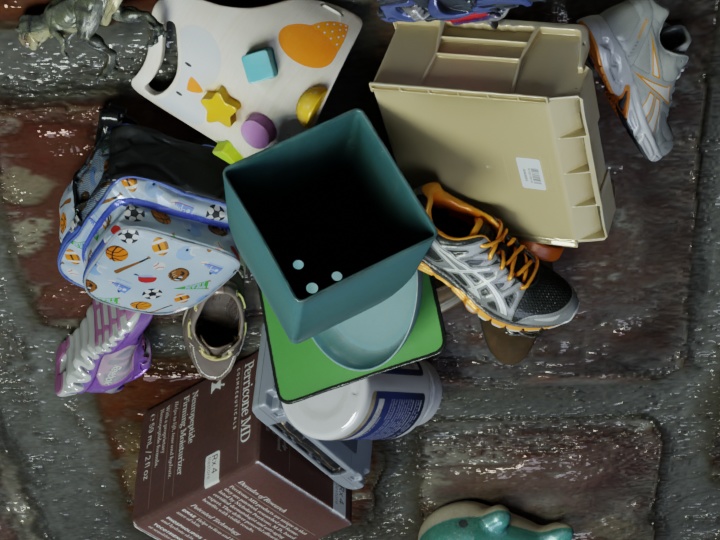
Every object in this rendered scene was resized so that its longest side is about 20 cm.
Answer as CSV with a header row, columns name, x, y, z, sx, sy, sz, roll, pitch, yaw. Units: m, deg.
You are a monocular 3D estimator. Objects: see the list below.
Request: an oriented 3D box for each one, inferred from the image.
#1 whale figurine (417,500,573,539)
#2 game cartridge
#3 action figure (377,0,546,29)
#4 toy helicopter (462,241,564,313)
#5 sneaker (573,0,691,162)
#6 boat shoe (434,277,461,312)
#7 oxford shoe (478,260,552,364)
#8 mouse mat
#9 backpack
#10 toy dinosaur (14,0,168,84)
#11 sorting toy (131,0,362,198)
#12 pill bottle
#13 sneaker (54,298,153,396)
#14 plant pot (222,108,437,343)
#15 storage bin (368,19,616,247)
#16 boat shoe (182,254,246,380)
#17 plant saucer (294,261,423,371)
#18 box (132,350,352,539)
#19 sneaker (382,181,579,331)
name,x,y,z,sx,sy,sz,roll,pitch,yaw
whale figurine,0.174,0.367,2.114,0.200,0.104,0.159,3,138,-4
game cartridge,-0.051,0.143,1.833,0.041,0.133,0.200,-21,136,25
action figure,0.089,-0.277,1.380,0.200,0.105,0.193,4,151,35
toy helicopter,0.096,-0.025,1.630,0.200,0.132,0.079,32,118,14
sneaker,0.272,-0.178,1.517,0.092,0.076,0.200,-30,142,6
boat shoe,0.014,0.020,1.741,0.200,0.074,0.069,-11,109,10
oxford shoe,0.167,0.047,1.763,0.073,0.084,0.200,-1,141,-2
mouse mat,-0.012,0.038,1.701,0.200,0.161,0.008,-19,158,21
backpack,-0.206,-0.042,1.618,0.200,0.154,0.190,20,145,-26
toy dinosaur,-0.227,-0.226,1.464,0.200,0.047,0.088,-28,104,27
sorting toy,-0.120,-0.172,1.521,0.180,0.107,0.200,25,136,0
pill bottle,0.008,0.130,1.792,0.111,0.111,0.200,-25,163,26
sneaker,-0.265,0.079,1.810,0.088,0.081,0.200,15,142,-27
plant pot,-0.036,-0.022,1.505,0.141,0.141,0.200,-26,163,-15
storage bin,0.129,-0.127,1.508,0.198,0.094,0.200,7,142,23
boat shoe,-0.158,0.061,1.795,0.072,0.060,0.200,5,139,-7
plant saucer,0.000,0.000,1.644,0.027,0.200,0.200,-7,149,-40
box,-0.134,0.227,1.906,0.200,0.166,0.164,-30,130,29
sneaker,0.117,-0.012,1.523,0.200,0.078,0.077,28,142,-4
